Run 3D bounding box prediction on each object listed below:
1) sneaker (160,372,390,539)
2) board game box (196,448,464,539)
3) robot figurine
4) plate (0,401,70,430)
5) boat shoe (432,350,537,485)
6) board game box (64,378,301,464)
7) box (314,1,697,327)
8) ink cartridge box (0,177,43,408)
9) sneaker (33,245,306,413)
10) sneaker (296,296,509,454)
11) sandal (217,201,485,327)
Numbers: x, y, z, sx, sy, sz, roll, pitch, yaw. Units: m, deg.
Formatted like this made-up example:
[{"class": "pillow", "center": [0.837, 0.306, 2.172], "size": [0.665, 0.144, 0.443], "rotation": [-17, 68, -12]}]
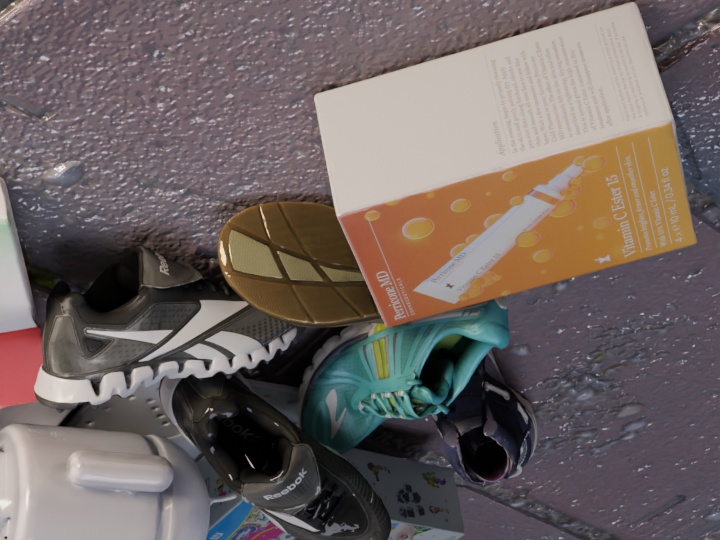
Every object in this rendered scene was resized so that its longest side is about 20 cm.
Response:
[{"class": "sneaker", "center": [-0.051, 0.139, 1.424], "size": [0.066, 0.091, 0.200], "rotation": [-47, 112, 1]}, {"class": "board game box", "center": [-0.045, 0.191, 1.592], "size": [0.200, 0.064, 0.148], "rotation": [15, 139, -33]}, {"class": "robot figurine", "center": [-0.189, 0.165, 1.449], "size": [0.199, 0.113, 0.170], "rotation": [8, 153, -27]}, {"class": "plate", "center": [-0.325, 0.113, 1.461], "size": [0.199, 0.032, 0.200], "rotation": [12, 141, -30]}, {"class": "boat shoe", "center": [0.091, 0.128, 1.557], "size": [0.074, 0.093, 0.200], "rotation": [-19, 146, 11]}, {"class": "board game box", "center": [-0.130, 0.124, 1.545], "size": [0.199, 0.026, 0.200], "rotation": [11, 141, -32]}, {"class": "box", "center": [0.088, -0.061, 1.260], "size": [0.199, 0.098, 0.125], "rotation": [-16, 143, 7]}, {"class": "ink cartridge box", "center": [-0.281, 0.039, 1.312], "size": [0.160, 0.050, 0.200], "rotation": [-9, 132, -4]}, {"class": "sneaker", "center": [-0.118, 0.025, 1.356], "size": [0.200, 0.066, 0.091], "rotation": [-14, 113, -30]}, {"class": "sneaker", "center": [0.027, 0.070, 1.450], "size": [0.077, 0.080, 0.200], "rotation": [19, 131, -36]}, {"class": "sandal", "center": [0.000, 0.000, 1.367], "size": [0.199, 0.081, 0.054], "rotation": [0, 167, -24]}]
